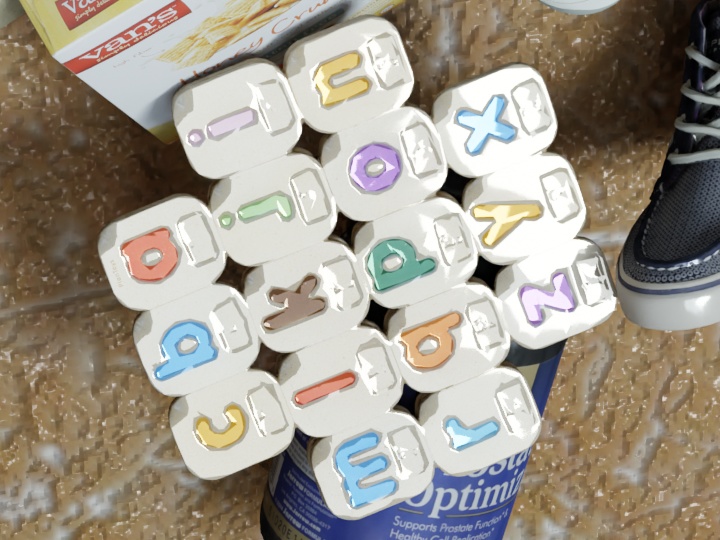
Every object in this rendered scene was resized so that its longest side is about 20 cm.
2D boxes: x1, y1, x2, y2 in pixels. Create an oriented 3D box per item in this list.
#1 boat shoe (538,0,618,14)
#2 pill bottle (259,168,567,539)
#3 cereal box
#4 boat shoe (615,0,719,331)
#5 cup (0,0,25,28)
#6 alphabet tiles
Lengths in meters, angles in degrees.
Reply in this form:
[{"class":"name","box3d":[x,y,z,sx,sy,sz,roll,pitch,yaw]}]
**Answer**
[{"class":"boat shoe","box3d":[0.122,-0.194,1.158,0.202,0.074,0.065,-54,161,6]},{"class":"pill bottle","box3d":[0.029,0.043,1.299,0.111,0.112,0.201,8,116,-17]},{"class":"cereal box","box3d":[-0.046,-0.115,1.160,0.143,0.200,0.040,-31,81,5]},{"class":"boat shoe","box3d":[0.152,-0.058,1.245,0.074,0.200,0.093,-2,117,25]},{"class":"cup","box3d":[-0.178,-0.159,1.113,0.143,0.200,0.201,0,121,-44]},{"class":"alphabet tiles","box3d":[0.000,0.000,1.208,0.195,0.015,0.201,-23,109,-4]}]
